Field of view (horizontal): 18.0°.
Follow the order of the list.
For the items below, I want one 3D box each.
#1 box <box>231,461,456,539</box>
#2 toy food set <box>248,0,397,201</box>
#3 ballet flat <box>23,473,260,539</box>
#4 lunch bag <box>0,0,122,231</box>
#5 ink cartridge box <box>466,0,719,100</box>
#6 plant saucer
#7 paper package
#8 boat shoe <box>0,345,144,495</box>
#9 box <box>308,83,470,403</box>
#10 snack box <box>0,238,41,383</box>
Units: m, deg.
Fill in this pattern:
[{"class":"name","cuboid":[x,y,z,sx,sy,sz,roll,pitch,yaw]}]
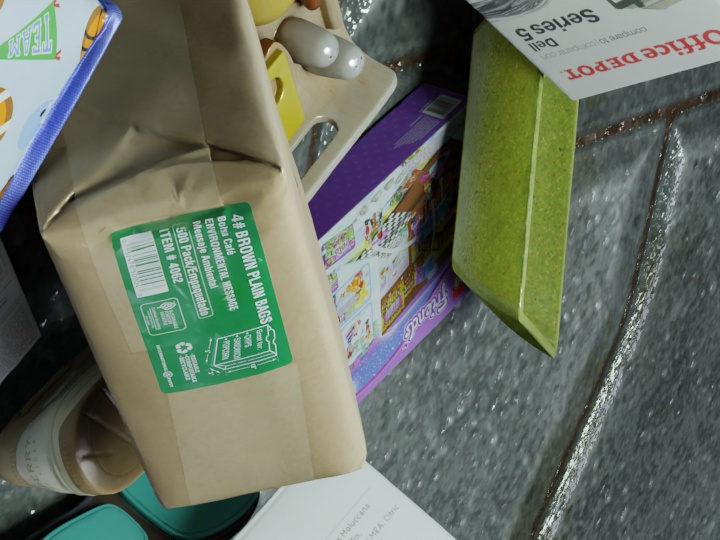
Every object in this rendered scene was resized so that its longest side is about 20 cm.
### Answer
[{"class":"box","cuboid":[-0.054,0.225,1.194,0.200,0.131,0.199,-47,176,-35]},{"class":"toy food set","cuboid":[-0.040,-0.118,1.142,0.144,0.060,0.200,-54,148,-27]},{"class":"ballet flat","cuboid":[-0.124,0.143,1.177,0.200,0.073,0.073,-28,132,-59]},{"class":"lunch bag","cuboid":[-0.206,-0.051,0.837,0.200,0.124,0.170,-58,151,4]},{"class":"ink cartridge box","cuboid":[0.112,-0.189,1.179,0.200,0.145,0.084,39,59,-29]},{"class":"plant saucer","cuboid":[0.093,-0.058,1.355,0.200,0.048,0.201,38,57,-76]},{"class":"paper package","cuboid":[-0.075,-0.026,0.999,0.103,0.191,0.200,-16,138,-1]},{"class":"boat shoe","cuboid":[-0.107,0.051,1.137,0.200,0.065,0.072,-43,119,-52]},{"class":"box","cuboid":[0.000,0.000,1.314,0.200,0.039,0.137,-43,141,-40]},{"class":"snack box","cuboid":[-0.217,0.073,0.998,0.200,0.024,0.072,-52,148,-29]}]
